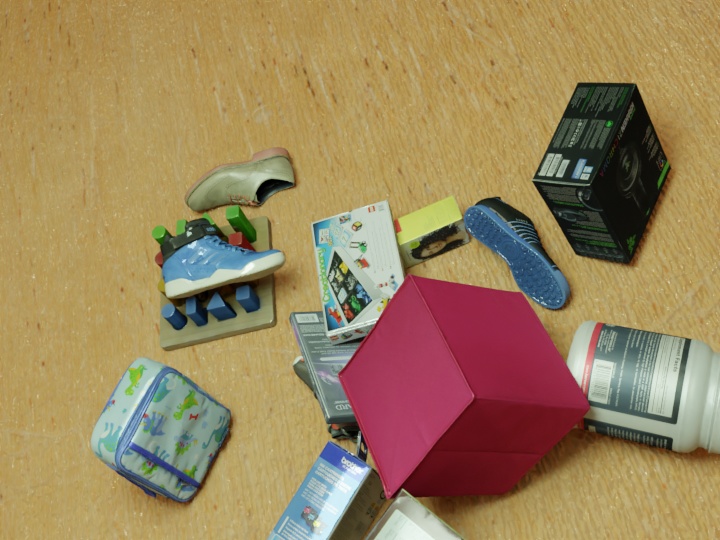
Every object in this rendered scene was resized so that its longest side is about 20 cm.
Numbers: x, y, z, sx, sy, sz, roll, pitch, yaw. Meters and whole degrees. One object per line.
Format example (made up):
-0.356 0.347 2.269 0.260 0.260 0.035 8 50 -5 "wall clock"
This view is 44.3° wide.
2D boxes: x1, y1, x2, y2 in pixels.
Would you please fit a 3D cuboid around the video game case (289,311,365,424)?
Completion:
-0.010 0.131 1.257 0.141 0.019 0.201 0 42 -24 "video game case"

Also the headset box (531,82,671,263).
0.347 -0.132 1.250 0.092 0.200 0.176 12 64 41 "headset box"

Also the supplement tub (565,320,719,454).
0.365 0.148 1.120 0.197 0.141 0.142 10 66 22 "supplement tub"

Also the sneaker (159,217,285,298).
-0.216 -0.033 1.351 0.197 0.077 0.113 -14 83 16 "sneaker"

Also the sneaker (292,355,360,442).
-0.033 0.195 1.268 0.199 0.077 0.082 30 81 30 "sneaker"

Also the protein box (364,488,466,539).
0.103 0.394 1.038 0.199 0.199 0.135 33 76 30 "protein box"

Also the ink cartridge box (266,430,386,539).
-0.034 0.314 1.164 0.076 0.137 0.201 29 75 24 "ink cartridge box"

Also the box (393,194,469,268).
0.065 -0.042 1.362 0.198 0.075 0.051 -23 57 6 "box"

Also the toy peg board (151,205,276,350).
-0.249 0.001 1.428 0.197 0.098 0.202 -14 59 11 "toy peg board"

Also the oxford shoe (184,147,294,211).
-0.206 -0.141 1.508 0.198 0.071 0.076 -24 63 6 "oxford shoe"

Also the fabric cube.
0.122 0.151 1.111 0.201 0.197 0.198 -55 44 32 "fabric cube"

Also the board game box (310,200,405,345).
0.000 0.000 1.293 0.124 0.035 0.202 -16 56 9 "board game box"

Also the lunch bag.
-0.278 0.232 1.252 0.082 0.200 0.162 15 66 32 "lunch bag"

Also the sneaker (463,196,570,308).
0.244 -0.034 1.302 0.077 0.070 0.200 -27 69 -41 "sneaker"
